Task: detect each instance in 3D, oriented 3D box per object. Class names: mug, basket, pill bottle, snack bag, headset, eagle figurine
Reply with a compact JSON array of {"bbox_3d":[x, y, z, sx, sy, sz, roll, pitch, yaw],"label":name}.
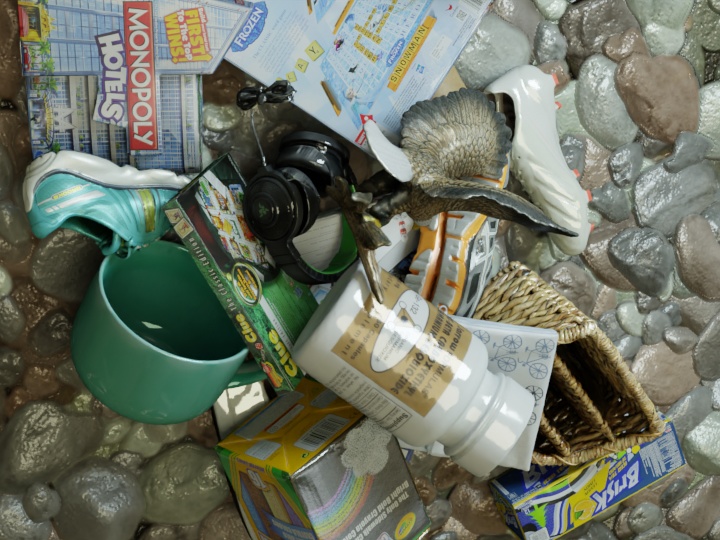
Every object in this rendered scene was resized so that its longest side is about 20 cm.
[{"bbox_3d":[-0.172,0.073,1.304,0.185,0.152,0.115,35,124,1],"label":"mug"},{"bbox_3d":[0.182,0.119,1.432,0.143,0.149,0.200,-42,131,-4],"label":"basket"},{"bbox_3d":[0.049,0.089,1.269,0.200,0.114,0.115,36,91,-7],"label":"pill bottle"},{"bbox_3d":[0.077,0.111,1.369,0.199,0.021,0.189,10,130,3],"label":"snack bag"},{"bbox_3d":[-0.049,-0.080,1.286,0.200,0.094,0.124,58,45,-26],"label":"headset"},{"bbox_3d":[0.076,-0.075,1.251,0.199,0.151,0.152,-18,101,-12],"label":"eagle figurine"}]

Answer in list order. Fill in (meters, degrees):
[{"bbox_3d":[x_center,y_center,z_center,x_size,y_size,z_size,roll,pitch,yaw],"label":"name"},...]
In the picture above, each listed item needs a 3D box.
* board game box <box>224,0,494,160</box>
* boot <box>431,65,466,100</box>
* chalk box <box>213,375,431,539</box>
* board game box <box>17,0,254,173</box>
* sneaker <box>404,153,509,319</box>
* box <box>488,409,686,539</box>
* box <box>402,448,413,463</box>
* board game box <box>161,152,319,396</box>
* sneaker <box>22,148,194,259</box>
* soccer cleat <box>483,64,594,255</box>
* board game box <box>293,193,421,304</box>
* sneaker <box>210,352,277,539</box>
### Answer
[{"bbox_3d":[-0.004,-0.231,1.303,0.199,0.041,0.200,34,92,1],"label":"board game box"},{"bbox_3d":[0.102,-0.232,1.347,0.175,0.066,0.200,34,93,-1],"label":"boot"},{"bbox_3d":[-0.027,0.223,1.368,0.124,0.124,0.201,-37,121,-30],"label":"chalk box"},{"bbox_3d":[-0.191,-0.179,1.256,0.199,0.062,0.201,-1,106,-2],"label":"board game box"},{"bbox_3d":[0.099,-0.033,1.389,0.077,0.078,0.201,32,76,-52],"label":"sneaker"},{"bbox_3d":[0.244,0.219,1.550,0.199,0.070,0.064,-26,111,-11],"label":"box"},{"bbox_3d":[0.003,0.158,1.465,0.121,0.032,0.201,20,97,-24],"label":"box"},{"bbox_3d":[-0.096,0.003,1.289,0.023,0.105,0.200,-22,106,30],"label":"board game box"},{"bbox_3d":[-0.207,-0.047,1.277,0.199,0.077,0.080,9,68,-35],"label":"sneaker"},{"bbox_3d":[0.174,-0.104,1.432,0.077,0.069,0.201,-23,104,-22],"label":"soccer cleat"},{"bbox_3d":[0.000,0.000,1.397,0.199,0.035,0.127,-17,103,-23],"label":"board game box"},{"bbox_3d":[-0.096,0.173,1.412,0.084,0.073,0.201,-14,108,-13],"label":"sneaker"}]
